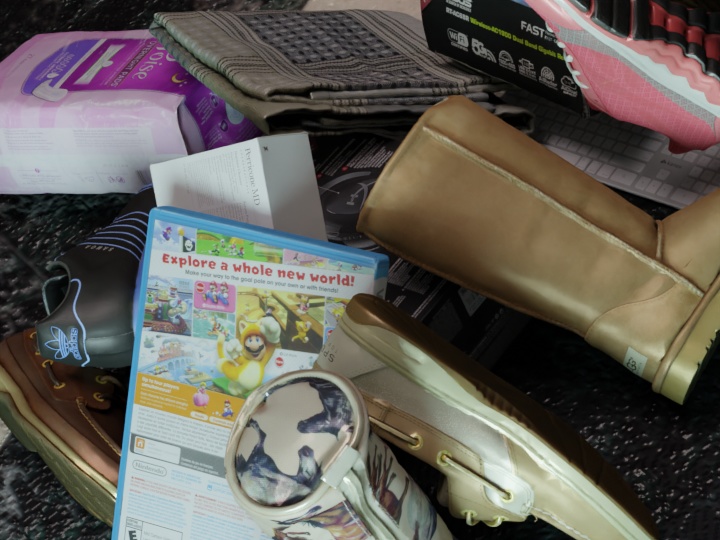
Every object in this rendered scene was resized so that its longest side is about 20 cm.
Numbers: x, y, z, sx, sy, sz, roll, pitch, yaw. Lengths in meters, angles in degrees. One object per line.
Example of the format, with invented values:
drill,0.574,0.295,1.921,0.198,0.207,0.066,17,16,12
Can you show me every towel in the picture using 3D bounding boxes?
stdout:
towel,-0.010,-0.128,1.576,0.192,0.035,0.200,-1,23,-28

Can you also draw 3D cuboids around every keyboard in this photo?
keyboard,0.152,-0.076,1.536,0.200,0.011,0.056,21,60,43

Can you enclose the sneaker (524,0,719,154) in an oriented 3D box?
sneaker,0.138,-0.121,1.408,0.087,0.200,0.074,-36,31,41

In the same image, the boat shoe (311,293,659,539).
boat shoe,0.061,0.092,1.301,0.066,0.200,0.074,-53,3,11

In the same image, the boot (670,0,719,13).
boot,0.267,-0.201,1.494,0.066,0.175,0.200,-15,38,50

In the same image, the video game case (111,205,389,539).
video game case,-0.061,0.077,1.361,0.143,0.201,0.018,13,12,28

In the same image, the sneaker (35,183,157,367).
sneaker,-0.149,-0.001,1.541,0.078,0.070,0.200,-3,22,2

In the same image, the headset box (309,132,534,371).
headset box,0.000,0.000,1.489,0.200,0.077,0.149,17,56,42

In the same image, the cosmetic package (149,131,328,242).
cosmetic package,-0.053,0.031,1.396,0.082,0.201,0.051,-11,0,40

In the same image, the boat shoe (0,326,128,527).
boat shoe,-0.164,0.085,1.495,0.068,0.072,0.200,-39,38,-11

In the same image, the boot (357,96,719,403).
boot,0.126,-0.042,1.387,0.200,0.066,0.175,30,60,11

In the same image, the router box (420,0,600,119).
router box,0.157,-0.174,1.552,0.200,0.062,0.150,-27,36,-30

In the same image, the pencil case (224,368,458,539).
pencil case,0.003,0.129,1.251,0.089,0.200,0.078,19,66,37

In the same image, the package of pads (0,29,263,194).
package of pads,-0.163,-0.105,1.686,0.199,0.076,0.121,1,37,31
